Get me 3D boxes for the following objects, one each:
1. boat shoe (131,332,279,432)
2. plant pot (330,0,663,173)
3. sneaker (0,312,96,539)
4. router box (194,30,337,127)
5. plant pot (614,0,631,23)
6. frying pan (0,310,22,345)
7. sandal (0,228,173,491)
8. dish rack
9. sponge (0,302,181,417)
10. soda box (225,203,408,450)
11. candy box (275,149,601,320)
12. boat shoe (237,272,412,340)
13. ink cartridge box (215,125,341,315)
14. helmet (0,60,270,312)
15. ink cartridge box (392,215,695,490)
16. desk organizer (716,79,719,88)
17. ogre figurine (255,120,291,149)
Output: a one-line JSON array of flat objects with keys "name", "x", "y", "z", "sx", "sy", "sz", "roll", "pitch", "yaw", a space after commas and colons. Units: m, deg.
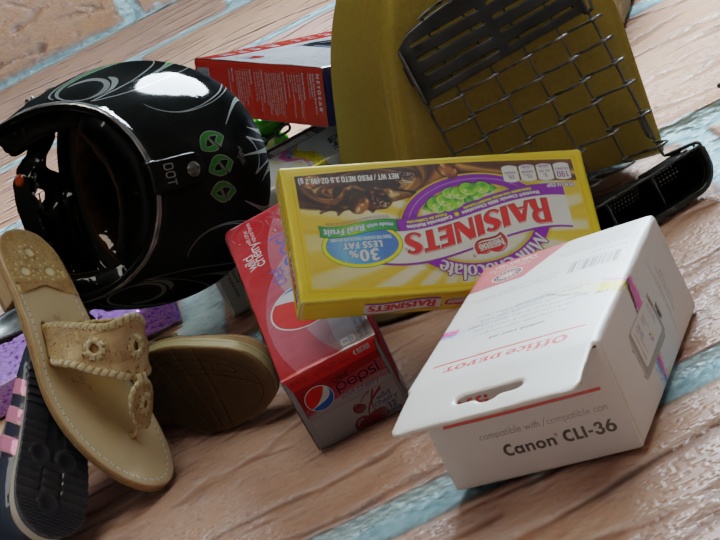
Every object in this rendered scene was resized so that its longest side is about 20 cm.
[{"name": "boat shoe", "x": -0.122, "y": 0.071, "z": 1.291, "sx": 0.200, "sy": 0.071, "sz": 0.065, "roll": -12, "pitch": 24, "yaw": 44}, {"name": "plant pot", "x": 0.078, "y": -0.161, "z": 1.342, "sx": 0.195, "sy": 0.200, "sz": 0.194, "roll": -16, "pitch": 9, "yaw": -13}, {"name": "sneaker", "x": -0.219, "y": 0.112, "z": 1.243, "sx": 0.082, "sy": 0.070, "sz": 0.200, "roll": -42, "pitch": 27, "yaw": 36}, {"name": "router box", "x": -0.005, "y": -0.166, "z": 1.531, "sx": 0.200, "sy": 0.049, "sz": 0.179, "roll": -17, "pitch": 18, "yaw": -37}, {"name": "plant pot", "x": 0.157, "y": -0.296, "z": 1.747, "sx": 0.177, "sy": 0.200, "sz": 0.200, "roll": -9, "pitch": 23, "yaw": 18}, {"name": "frying pan", "x": -0.302, "y": 0.033, "z": 1.729, "sx": 0.115, "sy": 0.031, "sz": 0.190, "roll": -25, "pitch": 14, "yaw": 7}, {"name": "sandal", "x": -0.177, "y": 0.043, "z": 1.220, "sx": 0.078, "sy": 0.212, "sz": 0.070, "roll": -7, "pitch": -35, "yaw": -50}, {"name": "dish rack", "x": 0.125, "y": -0.107, "z": 1.232, "sx": 0.153, "sy": 0.200, "sz": 0.055, "roll": -31, "pitch": 6, "yaw": -12}, {"name": "sponge", "x": -0.248, "y": 0.062, "z": 1.570, "sx": 0.200, "sy": 0.030, "sz": 0.112, "roll": -28, "pitch": 17, "yaw": -3}, {"name": "soda box", "x": -0.031, "y": 0.028, "z": 1.211, "sx": 0.070, "sy": 0.063, "sz": 0.200, "roll": -28, "pitch": 33, "yaw": 0}, {"name": "candy box", "x": 0.052, "y": -0.024, "z": 1.156, "sx": 0.200, "sy": 0.102, "sz": 0.026, "roll": -5, "pitch": -29, "yaw": -11}, {"name": "boat shoe", "x": 0.000, "y": 0.000, "z": 1.325, "sx": 0.200, "sy": 0.063, "sz": 0.073, "roll": -18, "pitch": 19, "yaw": 26}, {"name": "ink cartridge box", "x": -0.043, "y": -0.060, "z": 1.523, "sx": 0.200, "sy": 0.086, "sz": 0.148, "roll": -29, "pitch": 17, "yaw": -2}, {"name": "helmet", "x": -0.163, "y": -0.063, "z": 1.357, "sx": 0.200, "sy": 0.200, "sz": 0.191, "roll": -18, "pitch": 2, "yaw": 29}, {"name": "ink cartridge box", "x": 0.104, "y": 0.053, "z": 1.014, "sx": 0.116, "sy": 0.068, "sz": 0.200, "roll": -18, "pitch": 18, "yaw": 28}, {"name": "desk organizer", "x": 0.338, "y": -0.127, "z": 1.164, "sx": 0.200, "sy": 0.077, "sz": 0.072, "roll": -16, "pitch": 20, "yaw": 32}, {"name": "ogre figurine", "x": -0.130, "y": -0.082, "z": 1.661, "sx": 0.120, "sy": 0.098, "sz": 0.200, "roll": -33, "pitch": 12, "yaw": -18}]
